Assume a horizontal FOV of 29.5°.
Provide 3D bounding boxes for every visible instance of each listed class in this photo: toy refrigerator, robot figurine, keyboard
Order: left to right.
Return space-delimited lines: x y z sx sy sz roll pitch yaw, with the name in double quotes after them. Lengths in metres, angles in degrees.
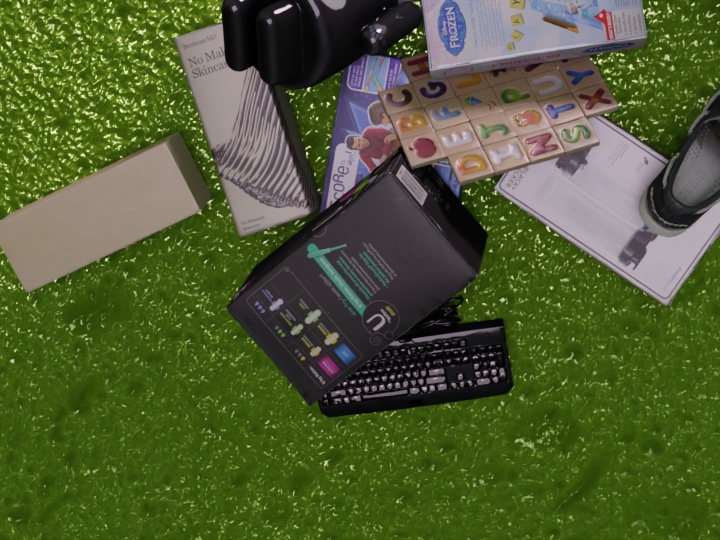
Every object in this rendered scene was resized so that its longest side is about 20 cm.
-0.255 -0.059 1.358 0.199 0.070 0.076 -25 102 12 "toy refrigerator"
-0.038 -0.238 1.236 0.151 0.200 0.125 52 141 1 "robot figurine"
0.047 0.089 1.354 0.199 0.040 0.105 -9 98 8 "keyboard"

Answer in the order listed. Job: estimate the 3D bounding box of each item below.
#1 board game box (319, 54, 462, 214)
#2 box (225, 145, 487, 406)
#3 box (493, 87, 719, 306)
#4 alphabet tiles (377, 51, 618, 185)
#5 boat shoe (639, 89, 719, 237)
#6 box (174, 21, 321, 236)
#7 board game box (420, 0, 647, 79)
0.036 -0.105 1.325 0.134 0.034 0.201 12 100 7 "board game box"
0.000 0.000 1.252 0.200 0.149 0.124 -39 97 18 "box"
0.239 -0.071 1.290 0.199 0.060 0.117 33 101 2 "box"
0.124 -0.155 1.246 0.199 0.006 0.167 -16 53 -6 "alphabet tiles"
0.330 -0.112 1.230 0.075 0.060 0.200 37 70 2 "boat shoe"
-0.107 -0.141 1.322 0.082 0.068 0.201 -18 97 11 "box"
0.148 -0.289 1.248 0.198 0.041 0.201 -7 84 5 "board game box"
